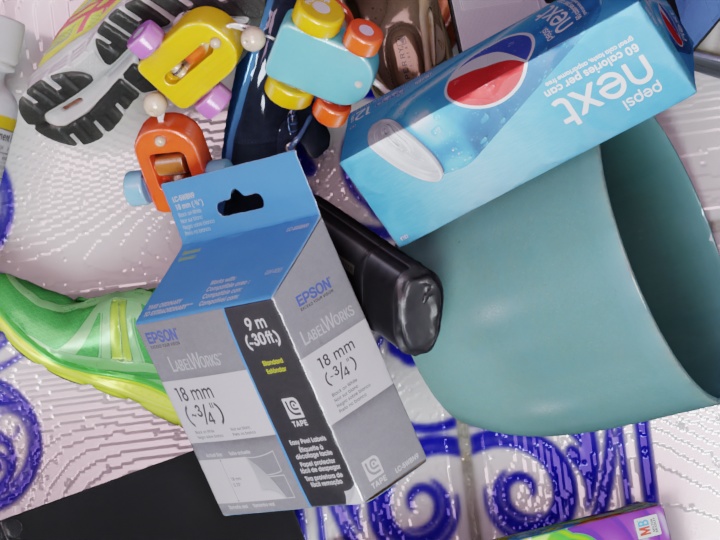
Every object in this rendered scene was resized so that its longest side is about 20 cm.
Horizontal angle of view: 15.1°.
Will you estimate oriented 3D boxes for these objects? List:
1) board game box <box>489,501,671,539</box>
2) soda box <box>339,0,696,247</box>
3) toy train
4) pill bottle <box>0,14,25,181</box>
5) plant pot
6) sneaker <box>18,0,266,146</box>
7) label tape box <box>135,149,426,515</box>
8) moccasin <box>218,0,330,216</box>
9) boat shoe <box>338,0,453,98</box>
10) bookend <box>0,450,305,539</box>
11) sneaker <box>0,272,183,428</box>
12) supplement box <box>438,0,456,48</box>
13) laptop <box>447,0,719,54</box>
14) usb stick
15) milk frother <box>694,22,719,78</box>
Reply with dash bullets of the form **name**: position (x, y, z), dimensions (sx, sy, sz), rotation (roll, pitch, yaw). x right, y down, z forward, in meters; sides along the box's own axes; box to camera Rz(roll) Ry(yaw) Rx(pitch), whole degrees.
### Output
- **board game box**: position (0.094, 0.215, 1.655), dimensions (0.199, 0.103, 0.105), rotation (-14, 86, -3)
- **soda box**: position (0.089, -0.095, 1.546), dimensions (0.200, 0.064, 0.068), rotation (-28, 114, 19)
- **toy train**: position (-0.061, -0.103, 1.641), dimensions (0.199, 0.056, 0.150), rotation (-10, 124, 21)
- **pill bottle**: position (-0.285, -0.074, 1.741), dimensions (0.114, 0.114, 0.201), rotation (14, 90, 9)
- **plant pot**: position (0.116, 0.011, 1.637), dimensions (0.161, 0.200, 0.201), rotation (-21, 85, 22)
- **sneaker**: position (-0.136, -0.158, 1.707), dimensions (0.200, 0.090, 0.078), rotation (-23, 128, 35)
- **label tape box**: position (-0.061, 0.041, 1.606), dimensions (0.144, 0.063, 0.200), rotation (-11, 106, 51)
- **moccasin**: position (-0.051, -0.089, 1.722), dimensions (0.068, 0.081, 0.200), rotation (9, 113, -6)
- **boat shoe**: position (0.011, -0.190, 1.653), dimensions (0.071, 0.065, 0.200), rotation (-20, 85, 8)
- **bookend**: position (-0.172, 0.191, 1.712), dimensions (0.200, 0.199, 0.092), rotation (-18, 84, -36)
- **sneaker**: position (-0.147, 0.040, 1.738), dimensions (0.200, 0.074, 0.084), rotation (22, 94, 0)
- **supplement box**: position (-0.023, -0.209, 1.726), dimensions (0.200, 0.067, 0.069), rotation (23, 92, 9)
- **laptop**: position (0.146, -0.217, 1.607), dimensions (0.199, 0.116, 0.188), rotation (-8, 49, -1)
- **usb stick**: position (0.000, 0.000, 1.621), dimensions (0.033, 0.200, 0.056), rotation (-8, 108, -20)
- **milk frother**: position (0.269, -0.204, 1.608), dimensions (0.180, 0.200, 0.189), rotation (15, 91, 12)
